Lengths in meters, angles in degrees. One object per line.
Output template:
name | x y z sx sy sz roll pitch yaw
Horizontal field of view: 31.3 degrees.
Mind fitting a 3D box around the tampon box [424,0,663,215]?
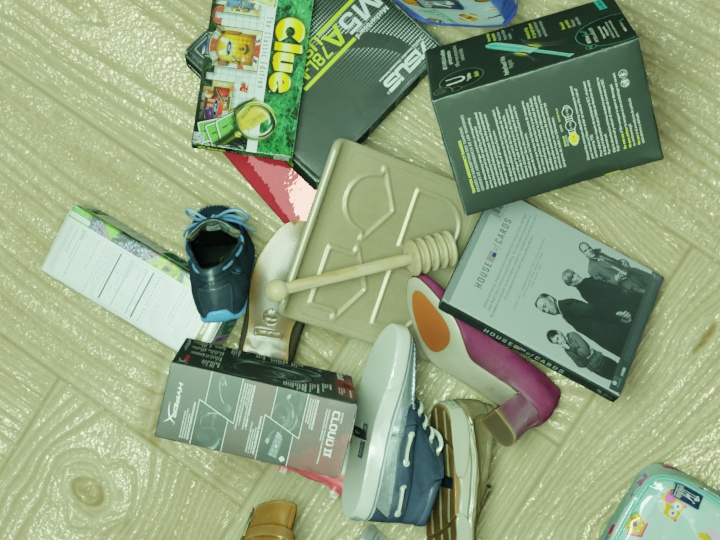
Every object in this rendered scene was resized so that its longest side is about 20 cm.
tampon box | 0.175 -0.163 1.254 0.198 0.150 0.127 -15 116 8

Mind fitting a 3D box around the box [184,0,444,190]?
box | -0.047 -0.220 1.325 0.193 0.048 0.200 44 80 6

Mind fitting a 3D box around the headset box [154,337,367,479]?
headset box | -0.089 0.133 1.248 0.198 0.149 0.078 14 95 -5

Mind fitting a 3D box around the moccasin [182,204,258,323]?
moccasin | -0.139 -0.025 1.293 0.079 0.201 0.069 -13 120 -6

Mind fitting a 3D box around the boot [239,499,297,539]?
boot | -0.126 0.331 1.352 0.073 0.199 0.156 25 58 -31

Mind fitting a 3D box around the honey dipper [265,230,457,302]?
honey dipper | 0.000 0.000 1.267 0.198 0.038 0.038 -14 89 -17

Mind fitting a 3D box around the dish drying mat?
dish drying mat | -0.066 -0.090 1.371 0.077 0.018 0.200 -42 86 5

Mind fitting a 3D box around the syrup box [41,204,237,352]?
syrup box | -0.228 0.014 1.362 0.199 0.079 0.082 29 94 6

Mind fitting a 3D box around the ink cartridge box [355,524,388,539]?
ink cartridge box | 0.033 0.390 1.331 0.200 0.084 0.145 42 96 6

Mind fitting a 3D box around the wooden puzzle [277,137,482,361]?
wooden puzzle | 0.023 -0.020 1.315 0.198 0.046 0.187 18 94 -27

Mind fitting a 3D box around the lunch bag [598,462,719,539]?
lunch bag | 0.317 0.307 1.296 0.159 0.077 0.201 30 94 6

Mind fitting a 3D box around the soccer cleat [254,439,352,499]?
soccer cleat | -0.060 0.181 1.357 0.198 0.067 0.077 26 72 8

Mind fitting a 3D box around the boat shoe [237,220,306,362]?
boat shoe | -0.089 0.042 1.348 0.070 0.070 0.202 18 96 -3

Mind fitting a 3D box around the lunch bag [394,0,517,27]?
lunch bag | 0.057 -0.324 1.252 0.200 0.170 0.124 42 98 22

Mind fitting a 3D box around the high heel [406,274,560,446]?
high heel | 0.126 0.077 1.319 0.067 0.096 0.201 -28 94 50

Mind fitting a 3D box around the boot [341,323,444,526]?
boot | 0.045 0.158 1.302 0.089 0.073 0.203 11 95 -22

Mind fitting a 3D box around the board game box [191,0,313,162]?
board game box | -0.105 -0.215 1.288 0.103 0.023 0.203 7 81 -5

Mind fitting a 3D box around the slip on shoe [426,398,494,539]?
slip on shoe | 0.108 0.233 1.332 0.060 0.076 0.203 -3 92 -25

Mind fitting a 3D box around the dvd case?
dvd case | 0.194 0.021 1.289 0.198 0.025 0.151 28 62 1
